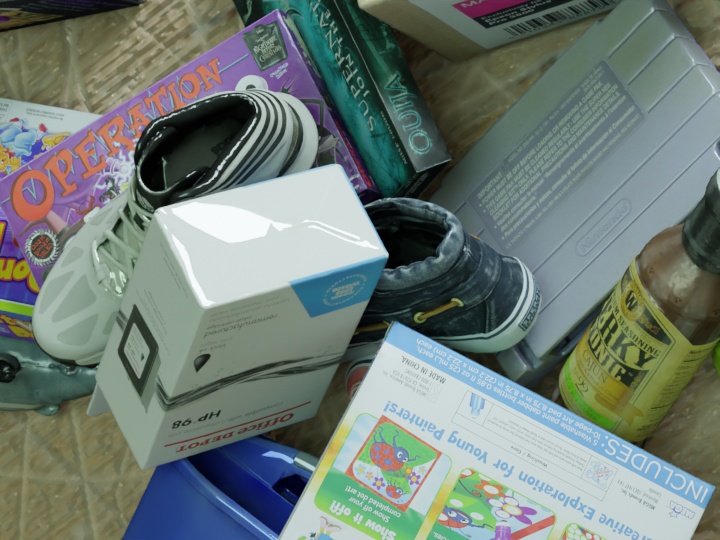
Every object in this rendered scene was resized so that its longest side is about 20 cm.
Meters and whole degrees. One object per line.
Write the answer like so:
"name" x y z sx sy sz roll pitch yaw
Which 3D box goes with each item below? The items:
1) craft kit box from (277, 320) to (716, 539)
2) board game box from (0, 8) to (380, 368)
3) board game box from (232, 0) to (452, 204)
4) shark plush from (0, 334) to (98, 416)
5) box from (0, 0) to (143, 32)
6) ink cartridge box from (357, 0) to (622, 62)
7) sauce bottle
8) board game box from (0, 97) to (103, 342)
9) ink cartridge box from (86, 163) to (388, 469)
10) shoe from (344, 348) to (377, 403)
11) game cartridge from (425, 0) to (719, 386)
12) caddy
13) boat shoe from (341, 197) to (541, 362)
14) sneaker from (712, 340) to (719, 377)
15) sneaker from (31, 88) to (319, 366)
"craft kit box" 0.059 0.159 1.571 0.199 0.049 0.198 28 71 5
"board game box" -0.100 -0.045 1.662 0.199 0.032 0.121 -31 70 13
"board game box" -0.019 -0.124 1.677 0.028 0.135 0.201 -20 78 -22
"shark plush" -0.206 0.067 1.759 0.199 0.083 0.091 16 94 19
"box" -0.245 -0.205 1.767 0.199 0.106 0.123 -9 86 19
"ink cartridge box" 0.105 -0.189 1.610 0.199 0.165 0.076 -17 78 19
"sauce bottle" 0.166 0.020 1.590 0.065 0.065 0.200 42 134 16
"board game box" -0.177 -0.026 1.745 0.199 0.045 0.135 10 67 19
"ink cartridge box" -0.070 0.037 1.602 0.067 0.115 0.200 60 150 25
"shoe" 0.055 0.125 1.651 0.200 0.091 0.072 37 138 14
"game cartridge" 0.126 -0.048 1.646 0.200 0.038 0.130 -45 57 23
"caddy" -0.038 0.157 1.667 0.200 0.141 0.105 36 104 16
"boat shoe" 0.000 0.000 1.649 0.199 0.091 0.071 -4 58 39
"sneaker" 0.241 0.040 1.617 0.083 0.074 0.201 -11 73 -17
"sneaker" -0.120 -0.031 1.591 0.200 0.115 0.076 -44 71 10
